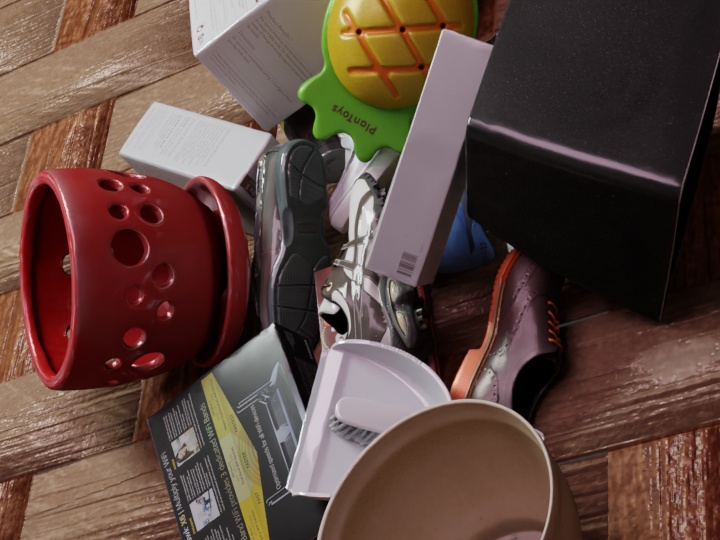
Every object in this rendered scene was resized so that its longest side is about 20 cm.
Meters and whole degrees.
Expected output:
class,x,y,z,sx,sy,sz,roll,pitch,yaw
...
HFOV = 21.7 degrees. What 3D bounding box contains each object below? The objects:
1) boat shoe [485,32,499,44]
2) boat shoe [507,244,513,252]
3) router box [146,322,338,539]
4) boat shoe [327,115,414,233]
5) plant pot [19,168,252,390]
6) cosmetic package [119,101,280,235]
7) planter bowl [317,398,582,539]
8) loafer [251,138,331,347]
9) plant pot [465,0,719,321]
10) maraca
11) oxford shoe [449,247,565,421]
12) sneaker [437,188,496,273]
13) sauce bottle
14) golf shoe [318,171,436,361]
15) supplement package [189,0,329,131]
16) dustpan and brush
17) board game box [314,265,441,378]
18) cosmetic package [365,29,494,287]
class,x,y,z,sx,sy,sz,roll,pitch,yaw
boat shoe,0.145,-0.184,1.686,0.064,0.071,0.200,-50,16,-2
boat shoe,0.169,-0.102,1.635,0.070,0.069,0.201,6,62,40
router box,-0.087,0.171,1.587,0.157,0.052,0.201,-36,54,21
boat shoe,0.017,-0.132,1.755,0.068,0.072,0.201,31,90,11
plant pot,-0.207,0.008,1.734,0.200,0.181,0.203,180,90,-66
cosmetic package,-0.139,-0.097,1.860,0.199,0.102,0.074,17,69,45
planter bowl,0.084,0.217,1.391,0.199,0.135,0.202,-22,45,24
loafer,-0.069,-0.018,1.735,0.063,0.071,0.203,-4,80,49
plant pot,0.184,-0.109,1.485,0.175,0.201,0.201,14,63,13
maraca,0.026,-0.198,1.691,0.202,0.136,0.107,-63,2,7
oxford shoe,0.144,0.048,1.538,0.072,0.071,0.202,14,77,40
sneaker,0.093,-0.075,1.691,0.077,0.066,0.201,-2,46,6
sauce bottle,-0.053,-0.161,1.868,0.066,0.066,0.201,-37,39,8
golf shoe,0.000,0.000,1.632,0.094,0.078,0.201,-20,48,9
supplement package,-0.052,-0.253,1.793,0.199,0.117,0.118,-33,34,16
dustpan and brush,0.048,0.125,1.490,0.198,0.057,0.141,10,63,10
board game box,0.016,0.068,1.638,0.102,0.019,0.202,-19,50,14
cosmetic package,0.062,-0.090,1.528,0.050,0.082,0.202,19,95,13
